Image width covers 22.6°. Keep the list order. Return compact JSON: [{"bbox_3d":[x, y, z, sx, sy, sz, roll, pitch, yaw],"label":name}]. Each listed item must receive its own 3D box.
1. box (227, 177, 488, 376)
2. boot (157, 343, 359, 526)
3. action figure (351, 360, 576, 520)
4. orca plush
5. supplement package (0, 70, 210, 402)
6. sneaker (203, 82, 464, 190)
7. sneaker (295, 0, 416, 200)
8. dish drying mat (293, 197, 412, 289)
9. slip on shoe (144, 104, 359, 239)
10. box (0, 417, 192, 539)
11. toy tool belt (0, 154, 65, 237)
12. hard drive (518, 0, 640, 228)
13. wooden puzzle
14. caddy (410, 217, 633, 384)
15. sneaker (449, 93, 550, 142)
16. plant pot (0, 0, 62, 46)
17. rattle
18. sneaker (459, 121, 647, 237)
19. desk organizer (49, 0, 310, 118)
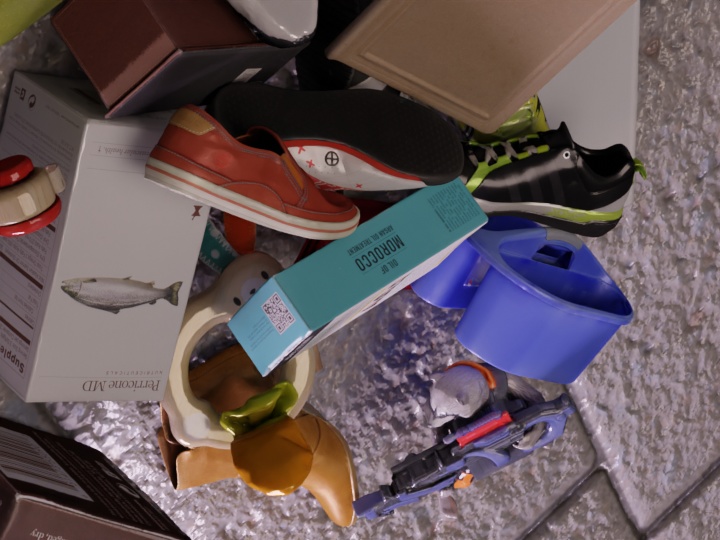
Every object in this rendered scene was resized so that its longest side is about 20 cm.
[{"bbox_3d":[0.000,0.000,1.323,0.199,0.049,0.082,-31,173,-39],"label":"box"},{"bbox_3d":[-0.086,0.148,1.454,0.143,0.071,0.203,-25,119,-19],"label":"boot"},{"bbox_3d":[0.076,0.138,1.505,0.198,0.105,0.194,-23,151,-3],"label":"action figure"},{"bbox_3d":[-0.102,-0.235,1.233,0.200,0.071,0.105,46,64,-9],"label":"orca plush"},{"bbox_3d":[-0.189,-0.022,1.256,0.116,0.117,0.202,2,110,-39],"label":"supplement package"},{"bbox_3d":[-0.032,-0.083,1.323,0.200,0.108,0.068,6,64,-23],"label":"sneaker"},{"bbox_3d":[0.002,-0.141,1.377,0.088,0.074,0.201,-21,133,-29],"label":"sneaker"},{"bbox_3d":[0.021,-0.021,1.442,0.199,0.018,0.077,4,119,-57],"label":"dish drying mat"},{"bbox_3d":[-0.063,-0.063,1.218,0.199,0.074,0.062,19,93,-51],"label":"slip on shoe"},{"bbox_3d":[-0.257,0.228,1.289,0.164,0.166,0.201,24,96,-42],"label":"box"},{"bbox_3d":[-0.295,-0.072,1.124,0.125,0.198,0.124,-65,143,-59],"label":"toy tool belt"},{"bbox_3d":[0.182,-0.135,1.541,0.131,0.027,0.202,-19,121,-29],"label":"hard drive"},{"bbox_3d":[0.095,-0.190,1.299,0.199,0.037,0.185,17,131,-44],"label":"wooden puzzle"},{"bbox_3d":[0.138,0.009,1.469,0.199,0.141,0.105,13,117,-50],"label":"caddy"},{"bbox_3d":[0.102,-0.147,1.432,0.075,0.077,0.201,-31,124,2],"label":"sneaker"},{"bbox_3d":[-0.236,-0.222,1.107,0.199,0.186,0.189,-29,127,-42],"label":"plant pot"},{"bbox_3d":[-0.087,0.045,1.321,0.129,0.143,0.202,8,101,0],"label":"rattle"},{"bbox_3d":[0.133,-0.089,1.426,0.198,0.072,0.083,9,124,-24],"label":"sneaker"},{"bbox_3d":[-0.120,-0.163,1.234,0.072,0.077,0.200,-37,173,23],"label":"desk organizer"}]
